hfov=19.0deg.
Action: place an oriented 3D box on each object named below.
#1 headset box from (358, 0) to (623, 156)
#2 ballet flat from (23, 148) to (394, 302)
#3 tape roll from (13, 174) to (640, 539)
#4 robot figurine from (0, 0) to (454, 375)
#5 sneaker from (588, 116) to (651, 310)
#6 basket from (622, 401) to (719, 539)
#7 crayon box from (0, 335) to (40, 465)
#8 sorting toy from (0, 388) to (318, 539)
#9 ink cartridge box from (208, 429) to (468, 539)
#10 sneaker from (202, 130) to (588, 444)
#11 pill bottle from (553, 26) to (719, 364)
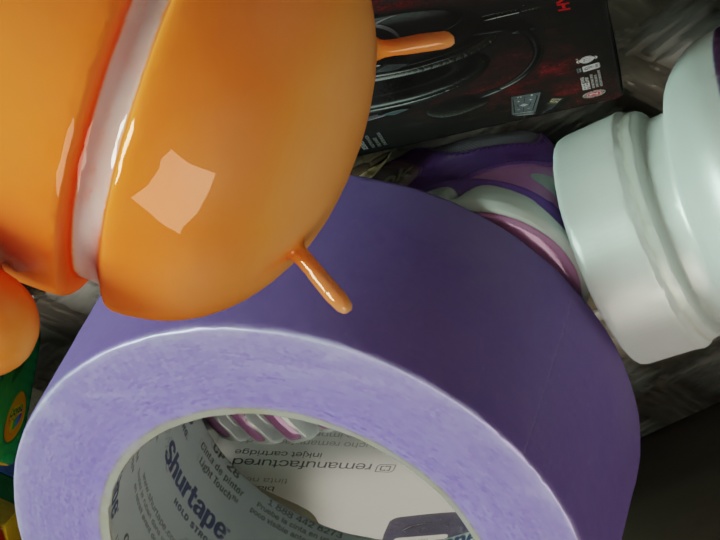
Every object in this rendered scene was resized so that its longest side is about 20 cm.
[{"bbox_3d":[-0.027,-0.085,0.657,0.199,0.078,0.149,-13,166,6],"label":"headset box"},{"bbox_3d":[-0.070,-0.024,0.778,0.199,0.067,0.047,-16,115,19],"label":"ballet flat"},{"bbox_3d":[-0.010,0.072,0.726,0.199,0.085,0.201,10,129,13],"label":"tape roll"},{"bbox_3d":[-0.083,-0.056,0.526,0.199,0.144,0.117,19,114,4],"label":"robot figurine"},{"bbox_3d":[0.090,-0.026,0.829,0.199,0.071,0.076,-4,119,0],"label":"sneaker"},{"bbox_3d":[0.172,0.133,0.964,0.199,0.136,0.181,-17,107,7],"label":"basket"},{"bbox_3d":[-0.221,0.023,0.757,0.199,0.059,0.119,9,171,0],"label":"crayon box"},{"bbox_3d":[-0.116,0.150,0.914,0.198,0.070,0.201,21,141,20],"label":"sorting toy"},{"bbox_3d":[-0.008,0.083,0.933,0.144,0.085,0.200,3,145,-13],"label":"ink cartridge box"},{"bbox_3d":[0.000,0.000,0.783,0.199,0.089,0.081,-16,121,31],"label":"sneaker"},{"bbox_3d":[0.169,-0.041,0.698,0.199,0.113,0.112,-21,143,19],"label":"pill bottle"}]
